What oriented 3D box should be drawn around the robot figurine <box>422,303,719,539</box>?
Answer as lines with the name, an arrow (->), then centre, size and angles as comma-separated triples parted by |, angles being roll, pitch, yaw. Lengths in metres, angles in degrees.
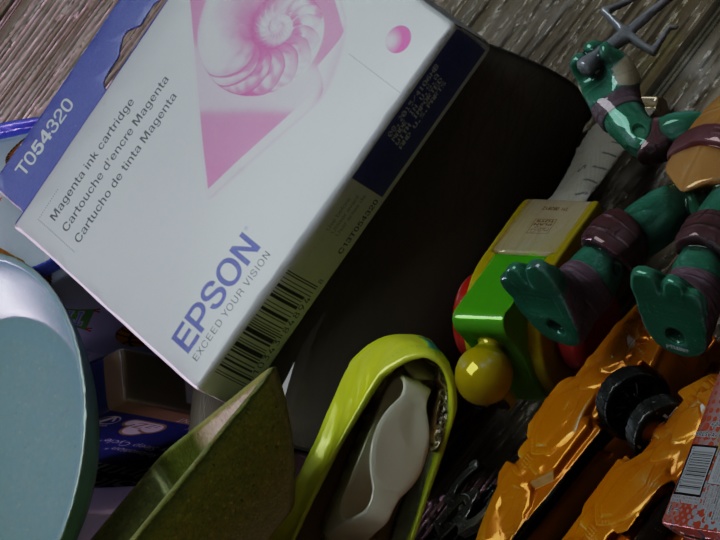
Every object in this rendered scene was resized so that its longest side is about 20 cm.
robot figurine -> 0.092, 0.113, 1.220 | 0.200, 0.058, 0.145 | -53, 31, 7

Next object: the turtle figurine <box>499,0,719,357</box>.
turtle figurine -> 0.147, -0.053, 1.228 | 0.149, 0.101, 0.200 | -17, 33, 54

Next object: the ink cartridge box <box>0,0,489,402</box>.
ink cartridge box -> -0.068, -0.073, 1.340 | 0.200, 0.043, 0.197 | 38, 96, 34

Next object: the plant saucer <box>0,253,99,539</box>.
plant saucer -> -0.185, 0.093, 1.413 | 0.199, 0.036, 0.201 | -17, 66, 41

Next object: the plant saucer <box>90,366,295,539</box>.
plant saucer -> -0.104, 0.148, 1.253 | 0.200, 0.048, 0.200 | -50, 4, -23

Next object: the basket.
basket -> 0.000, 0.000, 1.375 | 0.179, 0.136, 0.201 | 9, 75, 17

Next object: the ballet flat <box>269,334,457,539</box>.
ballet flat -> -0.008, 0.119, 1.259 | 0.201, 0.066, 0.067 | -68, 15, -11

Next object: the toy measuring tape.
toy measuring tape -> 0.094, 0.001, 1.313 | 0.073, 0.074, 0.200 | -23, 21, 43

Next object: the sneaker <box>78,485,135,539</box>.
sneaker -> -0.148, 0.156, 1.483 | 0.199, 0.073, 0.085 | -9, 60, 36

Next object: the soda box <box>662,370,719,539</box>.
soda box -> 0.191, 0.026, 1.146 | 0.063, 0.068, 0.201 | 4, 67, 53

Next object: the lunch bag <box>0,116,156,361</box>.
lunch bag -> -0.114, -0.006, 1.506 | 0.199, 0.169, 0.125 | -7, 63, 53

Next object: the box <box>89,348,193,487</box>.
box -> -0.150, 0.088, 1.496 | 0.199, 0.121, 0.033 | -20, 68, 36
